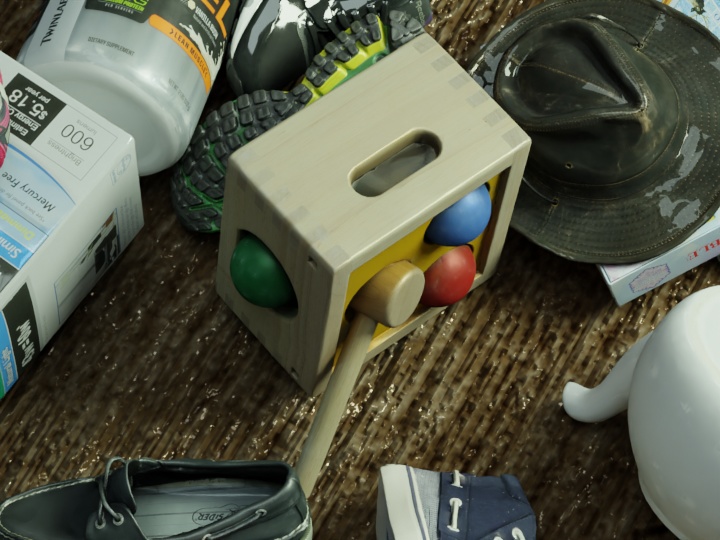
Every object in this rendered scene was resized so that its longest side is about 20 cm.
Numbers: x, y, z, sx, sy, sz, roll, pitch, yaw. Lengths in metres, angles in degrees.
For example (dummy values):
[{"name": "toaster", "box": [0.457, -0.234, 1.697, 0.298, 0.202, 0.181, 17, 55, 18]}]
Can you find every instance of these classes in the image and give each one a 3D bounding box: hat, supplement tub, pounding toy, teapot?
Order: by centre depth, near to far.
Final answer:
[{"name": "teapot", "box": [0.240, 0.117, 1.475, 0.197, 0.146, 0.200, 16, 30, -14]}, {"name": "pounding toy", "box": [0.000, 0.000, 1.515, 0.200, 0.184, 0.142, -34, 68, -23]}, {"name": "hat", "box": [0.144, -0.107, 1.546, 0.200, 0.081, 0.201, -6, 65, 13]}, {"name": "supplement tub", "box": [-0.141, -0.171, 1.605, 0.122, 0.123, 0.200, 14, 58, 6]}]

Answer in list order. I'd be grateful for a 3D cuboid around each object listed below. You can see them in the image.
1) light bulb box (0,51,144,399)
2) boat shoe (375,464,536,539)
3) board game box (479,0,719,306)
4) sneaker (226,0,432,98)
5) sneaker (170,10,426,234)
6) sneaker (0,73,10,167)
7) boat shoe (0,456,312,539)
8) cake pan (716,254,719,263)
[{"name": "light bulb box", "box": [-0.270, -0.032, 1.512, 0.198, 0.125, 0.200, 32, 68, 13]}, {"name": "boat shoe", "box": [0.062, 0.174, 1.438, 0.093, 0.075, 0.200, 0, 28, -5]}, {"name": "board game box", "box": [0.208, -0.107, 1.598, 0.199, 0.041, 0.200, -27, 62, 3]}, {"name": "sneaker", "box": [-0.003, -0.178, 1.625, 0.087, 0.076, 0.200, 28, 62, 29]}, {"name": "sneaker", "box": [-0.031, -0.082, 1.600, 0.200, 0.085, 0.078, -32, 67, 3]}, {"name": "sneaker", "box": [-0.302, -0.079, 1.422, 0.200, 0.081, 0.075, -12, 67, -6]}, {"name": "boat shoe", "box": [-0.128, 0.141, 1.488, 0.199, 0.066, 0.075, 3, 45, 0]}, {"name": "cake pan", "box": [0.324, -0.049, 1.608, 0.200, 0.037, 0.201, 0, 65, -1]}]
